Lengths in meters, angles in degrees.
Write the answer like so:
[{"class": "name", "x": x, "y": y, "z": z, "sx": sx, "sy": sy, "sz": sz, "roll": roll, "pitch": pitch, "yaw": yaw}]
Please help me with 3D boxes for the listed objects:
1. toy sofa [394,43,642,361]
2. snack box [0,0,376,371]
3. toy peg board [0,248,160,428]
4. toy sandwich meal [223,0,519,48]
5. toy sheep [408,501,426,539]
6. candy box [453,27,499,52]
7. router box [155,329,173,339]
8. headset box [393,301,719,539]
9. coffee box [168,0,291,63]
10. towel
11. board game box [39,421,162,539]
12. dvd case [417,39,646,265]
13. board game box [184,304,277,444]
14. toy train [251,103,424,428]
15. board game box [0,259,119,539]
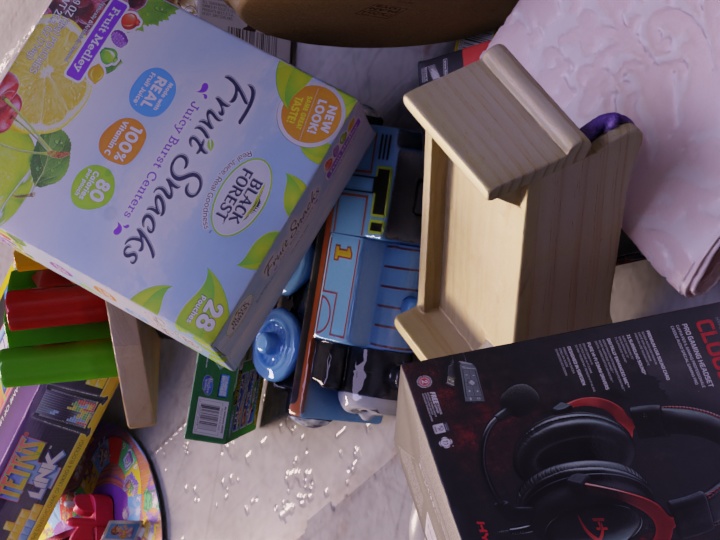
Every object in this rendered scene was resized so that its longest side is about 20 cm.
[{"class": "toy sofa", "x": 0.080, "y": -0.022, "z": 1.519, "sx": 0.083, "sy": 0.097, "sz": 0.200, "roll": 51, "pitch": 155, "yaw": 33}, {"class": "snack box", "x": -0.119, "y": -0.064, "z": 1.668, "sx": 0.200, "sy": 0.068, "sz": 0.169, "roll": 28, "pitch": 81, "yaw": 16}, {"class": "toy peg board", "x": -0.190, "y": -0.029, "z": 1.850, "sx": 0.200, "sy": 0.098, "sz": 0.199, "roll": -94, "pitch": -3, "yaw": -58}, {"class": "toy sandwich meal", "x": 0.012, "y": -0.179, "z": 1.620, "sx": 0.205, "sy": 0.205, "sz": 0.070, "roll": -16, "pitch": 72, "yaw": 53}, {"class": "toy sheep", "x": 0.086, "y": 0.150, "z": 1.526, "sx": 0.200, "sy": 0.138, "sz": 0.138, "roll": 39, "pitch": 116, "yaw": 31}, {"class": "candy box", "x": 0.102, "y": -0.169, "z": 1.666, "sx": 0.102, "sy": 0.026, "sz": 0.200, "roll": 22, "pitch": 101, "yaw": 53}, {"class": "router box", "x": -0.105, "y": -0.049, "z": 1.804, "sx": 0.200, "sy": 0.051, "sz": 0.149, "roll": 77, "pitch": -159, "yaw": -74}, {"class": "headset box", "x": 0.132, "y": 0.105, "z": 1.432, "sx": 0.075, "sy": 0.200, "sz": 0.149, "roll": 94, "pitch": 162, "yaw": -53}, {"class": "coffee box", "x": -0.104, "y": -0.221, "z": 1.929, "sx": 0.113, "sy": 0.080, "sz": 0.200, "roll": -12, "pitch": 73, "yaw": 55}, {"class": "towel", "x": 0.170, "y": -0.119, "z": 1.511, "sx": 0.191, "sy": 0.032, "sz": 0.200, "roll": -55, "pitch": 53, "yaw": 23}, {"class": "board game box", "x": -0.208, "y": 0.203, "z": 2.018, "sx": 0.158, "sy": 0.039, "sz": 0.200, "roll": 47, "pitch": 121, "yaw": 49}, {"class": "dvd case", "x": 0.112, "y": -0.068, "z": 1.602, "sx": 0.200, "sy": 0.022, "sz": 0.146, "roll": -15, "pitch": 75, "yaw": 46}, {"class": "board game box", "x": -0.072, "y": 0.005, "z": 1.808, "sx": 0.135, "sy": 0.029, "sz": 0.200, "roll": -8, "pitch": -72, "yaw": -83}, {"class": "toy train", "x": 0.000, "y": 0.000, "z": 1.728, "sx": 0.114, "sy": 0.087, "sz": 0.200, "roll": 10, "pitch": 91, "yaw": 50}, {"class": "board game box", "x": -0.234, "y": 0.081, "z": 2.039, "sx": 0.200, "sy": 0.057, "sz": 0.165, "roll": -62, "pitch": 25, "yaw": 23}]
